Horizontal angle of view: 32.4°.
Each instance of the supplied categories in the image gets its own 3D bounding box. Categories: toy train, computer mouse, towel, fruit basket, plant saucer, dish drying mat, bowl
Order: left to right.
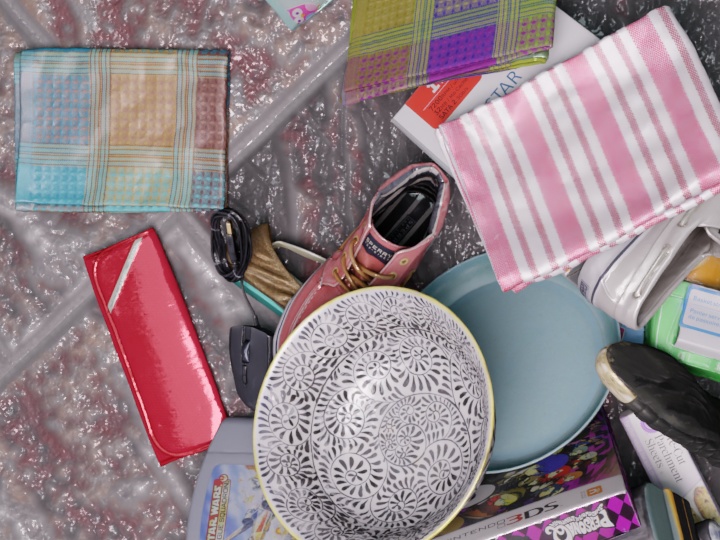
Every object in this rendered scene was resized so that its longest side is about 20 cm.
[{"bbox_3d":[-0.214,-0.124,1.098,0.199,0.022,0.147,1,92,10],"label":"towel"},{"bbox_3d":[-0.180,0.068,1.098,0.077,0.018,0.201,-21,87,9],"label":"dish drying mat"},{"bbox_3d":[-0.096,0.041,1.031,0.059,0.034,0.201,9,123,39],"label":"computer mouse"},{"bbox_3d":[0.027,0.121,0.930,0.200,0.094,0.201,-11,67,28],"label":"bowl"},{"bbox_3d":[0.069,-0.209,0.988,0.200,0.023,0.144,-9,63,34],"label":"towel"},{"bbox_3d":[0.114,0.074,0.995,0.200,0.027,0.201,-15,53,20],"label":"plant saucer"},{"bbox_3d":[0.165,-0.088,0.906,0.200,0.030,0.147,-27,70,17],"label":"towel"},{"bbox_3d":[0.180,0.229,0.965,0.200,0.114,0.085,-27,48,30],"label":"toy train"},{"bbox_3d":[0.300,-0.010,0.973,0.185,0.094,0.201,17,90,11],"label":"fruit basket"}]

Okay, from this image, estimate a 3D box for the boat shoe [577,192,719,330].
[{"bbox_3d":[0.251,-0.038,0.915,0.200,0.072,0.066,-41,56,-7],"label":"boat shoe"}]

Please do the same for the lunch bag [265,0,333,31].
[{"bbox_3d":[-0.055,-0.321,1.017,0.170,0.122,0.200,-39,91,8],"label":"lunch bag"}]

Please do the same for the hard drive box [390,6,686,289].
[{"bbox_3d":[0.150,-0.107,0.977,0.200,0.077,0.156,43,98,26],"label":"hard drive box"}]

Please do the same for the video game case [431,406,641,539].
[{"bbox_3d":[0.114,0.172,0.955,0.181,0.200,0.036,-21,101,10],"label":"video game case"}]

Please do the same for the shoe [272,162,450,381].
[{"bbox_3d":[0.000,0.000,0.988,0.071,0.091,0.200,37,71,8],"label":"shoe"}]

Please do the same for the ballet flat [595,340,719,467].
[{"bbox_3d":[0.243,0.113,0.950,0.057,0.200,0.067,-27,43,40],"label":"ballet flat"}]

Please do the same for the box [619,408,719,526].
[{"bbox_3d":[0.272,0.199,1.008,0.041,0.039,0.200,-26,87,12],"label":"box"}]

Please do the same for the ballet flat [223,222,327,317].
[{"bbox_3d":[-0.033,0.032,1.054,0.200,0.068,0.072,42,82,11],"label":"ballet flat"}]

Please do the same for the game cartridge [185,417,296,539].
[{"bbox_3d":[-0.074,0.209,1.011,0.133,0.042,0.200,3,52,1],"label":"game cartridge"}]
